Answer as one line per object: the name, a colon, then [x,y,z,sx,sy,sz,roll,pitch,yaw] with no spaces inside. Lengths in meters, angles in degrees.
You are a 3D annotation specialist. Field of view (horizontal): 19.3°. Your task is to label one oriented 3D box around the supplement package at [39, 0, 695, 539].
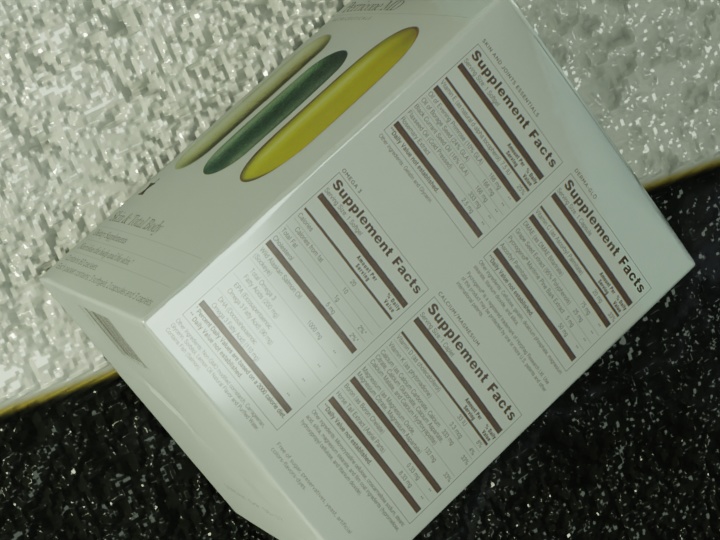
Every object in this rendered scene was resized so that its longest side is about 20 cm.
supplement package: [0.000,0.000,0.909,0.200,0.152,0.151,-43,111,-14]
